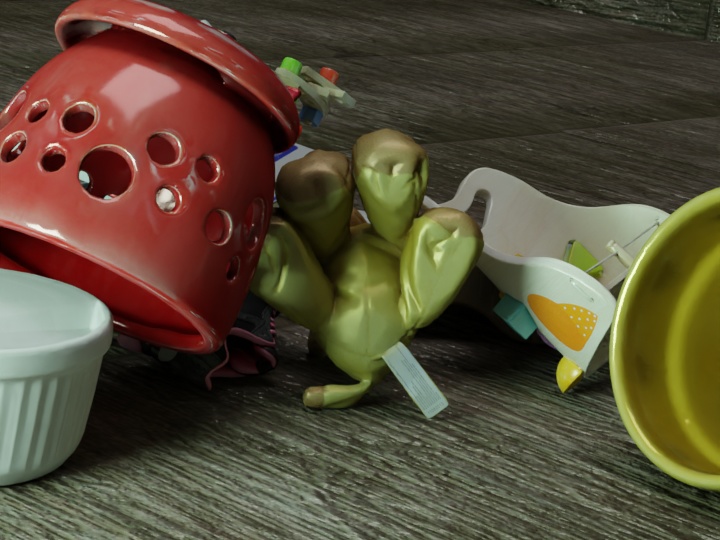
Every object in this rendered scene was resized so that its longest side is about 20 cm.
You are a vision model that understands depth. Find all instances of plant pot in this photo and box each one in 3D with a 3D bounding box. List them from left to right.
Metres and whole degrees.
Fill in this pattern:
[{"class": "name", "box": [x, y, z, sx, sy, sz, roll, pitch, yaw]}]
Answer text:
[{"class": "plant pot", "box": [-0.144, -0.065, 1.463, 0.200, 0.183, 0.200, 25, -15, 7]}, {"class": "plant pot", "box": [0.300, 0.058, 1.492, 0.189, 0.201, 0.200, 16, 4, -42]}]

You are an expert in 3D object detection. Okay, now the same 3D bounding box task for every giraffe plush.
[{"class": "giraffe plush", "box": [0.000, 0.000, 1.607, 0.172, 0.201, 0.162, -20, 11, -2]}]

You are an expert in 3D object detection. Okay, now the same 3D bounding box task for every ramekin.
[{"class": "ramekin", "box": [-0.255, 0.064, 1.374, 0.202, 0.095, 0.202, 6, 13, -1]}]

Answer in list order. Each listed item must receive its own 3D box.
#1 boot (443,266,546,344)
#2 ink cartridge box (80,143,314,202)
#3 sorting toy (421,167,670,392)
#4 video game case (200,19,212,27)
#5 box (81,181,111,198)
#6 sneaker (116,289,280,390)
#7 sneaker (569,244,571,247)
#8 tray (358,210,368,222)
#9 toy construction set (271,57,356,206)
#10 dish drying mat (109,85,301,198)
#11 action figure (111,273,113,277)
[{"class": "boot", "box": [0.094, 0.003, 1.834, 0.199, 0.073, 0.166, 10, 9, -9]}, {"class": "ink cartridge box", "box": [-0.116, -0.077, 1.672, 0.200, 0.039, 0.099, 21, 39, 36]}, {"class": "sorting toy", "box": [0.135, -0.013, 1.693, 0.180, 0.107, 0.200, 38, 27, 13]}, {"class": "video game case", "box": [-0.220, -0.111, 1.736, 0.023, 0.182, 0.200, 52, 38, 4]}, {"class": "box", "box": [-0.219, -0.051, 1.835, 0.136, 0.040, 0.200, -14, 7, -4]}, {"class": "sneaker", "box": [-0.092, 0.043, 1.623, 0.095, 0.079, 0.200, 35, 23, 17]}, {"class": "sneaker", "box": [0.239, -0.007, 1.927, 0.139, 0.078, 0.200, 9, 14, 14]}, {"class": "tray", "box": [0.039, -0.030, 1.944, 0.199, 0.022, 0.107, 10, -8, 32]}, {"class": "toy construction set", "box": [-0.068, -0.102, 1.901, 0.131, 0.201, 0.092, 28, -27, -18]}, {"class": "dish drying mat", "box": [-0.127, -0.106, 1.772, 0.077, 0.018, 0.200, 14, 37, 25]}, {"class": "action figure", "box": [-0.147, 0.005, 1.652, 0.055, 0.118, 0.200, 37, 23, 21]}]
